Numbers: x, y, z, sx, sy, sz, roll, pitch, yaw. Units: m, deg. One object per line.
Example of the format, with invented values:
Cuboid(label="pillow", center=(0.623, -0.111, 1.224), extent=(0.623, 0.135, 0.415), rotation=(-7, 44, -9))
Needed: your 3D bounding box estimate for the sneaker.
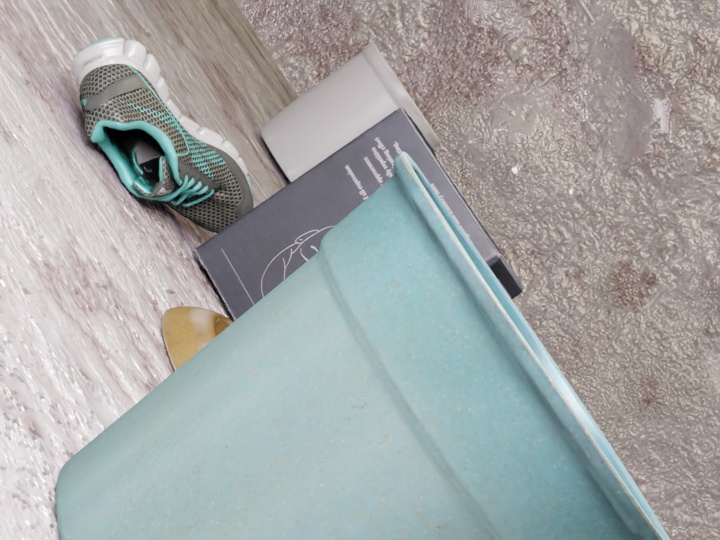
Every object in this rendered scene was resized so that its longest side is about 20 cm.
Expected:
Cuboid(label="sneaker", center=(-0.149, -0.078, 1.100), extent=(0.200, 0.077, 0.091), rotation=(46, 26, -40))

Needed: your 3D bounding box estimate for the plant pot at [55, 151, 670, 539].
Cuboid(label="plant pot", center=(-0.005, 0.087, 0.608), extent=(0.200, 0.196, 0.200), rotation=(56, 5, -8))

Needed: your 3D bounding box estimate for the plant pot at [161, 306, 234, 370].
Cuboid(label="plant pot", center=(-0.059, 0.101, 0.954), extent=(0.200, 0.027, 0.200), rotation=(54, 6, -8))

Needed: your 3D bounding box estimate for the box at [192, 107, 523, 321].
Cuboid(label="box", center=(0.000, 0.000, 1.145), extent=(0.149, 0.200, 0.107), rotation=(59, 5, 22))

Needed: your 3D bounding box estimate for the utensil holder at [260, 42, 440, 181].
Cuboid(label="utensil holder", center=(-0.016, -0.193, 2.061), extent=(0.170, 0.200, 0.170), rotation=(55, 5, -7))
